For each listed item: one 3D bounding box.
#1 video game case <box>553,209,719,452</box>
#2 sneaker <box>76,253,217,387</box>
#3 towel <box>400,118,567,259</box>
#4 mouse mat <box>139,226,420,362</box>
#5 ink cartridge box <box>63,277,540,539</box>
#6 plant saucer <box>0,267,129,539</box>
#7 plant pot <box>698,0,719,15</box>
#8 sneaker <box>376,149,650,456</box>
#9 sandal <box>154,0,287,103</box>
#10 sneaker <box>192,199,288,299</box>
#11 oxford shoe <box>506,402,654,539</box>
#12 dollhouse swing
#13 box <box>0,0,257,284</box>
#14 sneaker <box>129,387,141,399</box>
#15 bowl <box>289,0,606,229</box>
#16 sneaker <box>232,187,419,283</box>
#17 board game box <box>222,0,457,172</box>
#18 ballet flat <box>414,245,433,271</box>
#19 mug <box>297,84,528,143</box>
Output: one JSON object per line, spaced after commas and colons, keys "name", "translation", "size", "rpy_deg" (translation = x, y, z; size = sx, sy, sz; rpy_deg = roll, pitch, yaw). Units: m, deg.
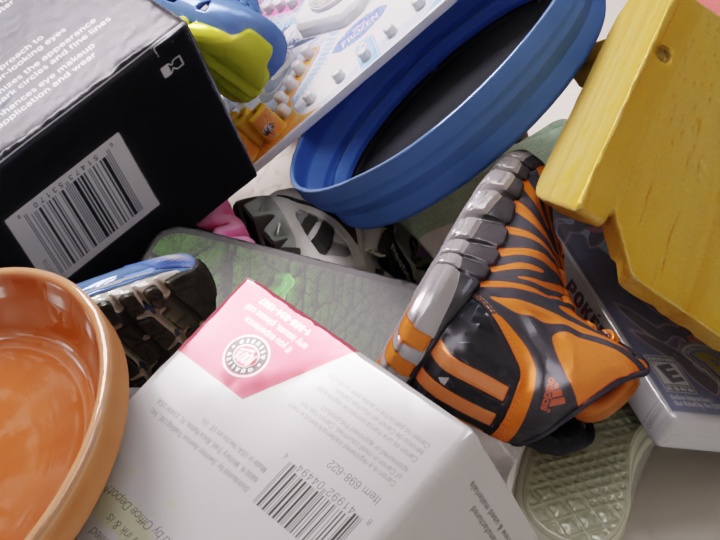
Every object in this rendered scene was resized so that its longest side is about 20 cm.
{"name": "video game case", "translation": [0.194, 0.029, 0.953], "size": [0.199, 0.023, 0.183], "rpy_deg": [7, 36, -31]}
{"name": "sneaker", "translation": [-0.165, 0.031, 0.870], "size": [0.198, 0.079, 0.090], "rpy_deg": [-20, 47, 5]}
{"name": "towel", "translation": [0.130, 0.004, 1.011], "size": [0.152, 0.023, 0.200], "rpy_deg": [-24, 62, -37]}
{"name": "mouse mat", "translation": [-0.064, 0.068, 0.877], "size": [0.160, 0.008, 0.201], "rpy_deg": [13, 56, 16]}
{"name": "ink cartridge box", "translation": [-0.054, 0.123, 0.695], "size": [0.200, 0.084, 0.145], "rpy_deg": [-46, 47, -12]}
{"name": "plant saucer", "translation": [-0.176, 0.085, 0.721], "size": [0.199, 0.032, 0.201], "rpy_deg": [-21, 40, 18]}
{"name": "plant pot", "translation": [0.298, -0.118, 1.164], "size": [0.199, 0.202, 0.177], "rpy_deg": [-12, 24, -27]}
{"name": "sneaker", "translation": [0.083, 0.023, 0.863], "size": [0.111, 0.078, 0.200], "rpy_deg": [31, 37, 1]}
{"name": "sandal", "translation": [-0.091, -0.158, 1.066], "size": [0.087, 0.079, 0.200], "rpy_deg": [-50, 31, -4]}
{"name": "sneaker", "translation": [-0.089, 0.020, 0.992], "size": [0.095, 0.079, 0.200], "rpy_deg": [-26, 35, -11]}
{"name": "oxford shoe", "translation": [0.110, 0.086, 0.888], "size": [0.075, 0.058, 0.200], "rpy_deg": [20, 37, 7]}
{"name": "dollhouse swing", "translation": [0.176, -0.022, 0.929], "size": [0.199, 0.176, 0.183], "rpy_deg": [33, 68, -14]}
{"name": "box", "translation": [-0.198, -0.072, 1.005], "size": [0.196, 0.118, 0.200], "rpy_deg": [-39, 44, -14]}
{"name": "sneaker", "translation": [-0.151, 0.089, 0.802], "size": [0.198, 0.077, 0.091], "rpy_deg": [-16, 20, 6]}
{"name": "bowl", "translation": [0.048, -0.101, 0.975], "size": [0.200, 0.039, 0.201], "rpy_deg": [-38, 21, 17]}
{"name": "sneaker", "translation": [0.000, 0.000, 1.003], "size": [0.088, 0.075, 0.200], "rpy_deg": [-20, 36, -12]}
{"name": "board game box", "translation": [-0.015, -0.172, 1.085], "size": [0.026, 0.200, 0.201], "rpy_deg": [41, 17, -30]}
{"name": "ballet flat", "translation": [0.113, -0.022, 1.083], "size": [0.198, 0.070, 0.071], "rpy_deg": [-3, 32, -20]}
{"name": "mug", "translation": [0.014, -0.128, 1.154], "size": [0.132, 0.179, 0.200], "rpy_deg": [-16, 39, -19]}
